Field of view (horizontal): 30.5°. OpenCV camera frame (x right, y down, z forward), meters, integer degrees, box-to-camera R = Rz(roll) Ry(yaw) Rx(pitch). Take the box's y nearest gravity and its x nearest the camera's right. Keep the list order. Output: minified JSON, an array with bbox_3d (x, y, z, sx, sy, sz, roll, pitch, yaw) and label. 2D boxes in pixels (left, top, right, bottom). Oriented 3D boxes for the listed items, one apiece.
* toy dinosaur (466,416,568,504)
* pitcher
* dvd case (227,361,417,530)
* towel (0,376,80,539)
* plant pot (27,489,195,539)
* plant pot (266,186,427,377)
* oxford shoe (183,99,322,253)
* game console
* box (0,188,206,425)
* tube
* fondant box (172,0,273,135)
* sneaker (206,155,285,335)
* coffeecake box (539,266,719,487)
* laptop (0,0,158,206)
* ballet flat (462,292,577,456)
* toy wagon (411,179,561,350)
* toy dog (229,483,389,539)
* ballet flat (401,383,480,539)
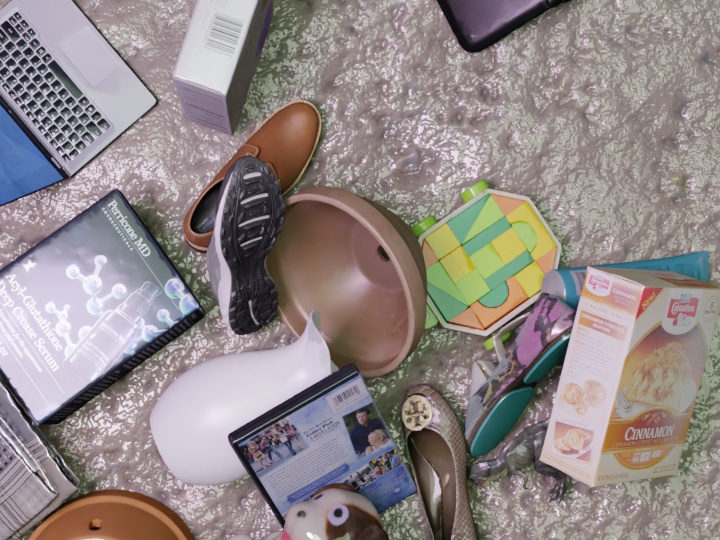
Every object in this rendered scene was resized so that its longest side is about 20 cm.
[{"bbox_3d":[0.200,0.184,1.379,0.200,0.048,0.088,-41,110,5],"label":"toy dinosaur"},{"bbox_3d":[-0.096,0.154,1.342,0.199,0.121,0.172,-27,115,5],"label":"pitcher"},{"bbox_3d":[-0.034,0.194,1.324,0.142,0.018,0.201,-29,131,-5],"label":"dvd case"},{"bbox_3d":[-0.403,0.194,1.326,0.200,0.035,0.193,-39,88,19],"label":"towel"},{"bbox_3d":[-0.255,0.325,1.306,0.198,0.140,0.202,0,86,-3],"label":"plant pot"},{"bbox_3d":[0.000,0.000,1.349,0.092,0.201,0.202,-33,86,-43],"label":"plant pot"},{"bbox_3d":[-0.109,-0.101,1.386,0.071,0.071,0.200,39,83,3],"label":"oxford shoe"},{"bbox_3d":[0.159,-0.364,1.448,0.175,0.116,0.201,-29,86,25],"label":"game console"},{"bbox_3d":[-0.280,0.040,1.345,0.199,0.107,0.149,-36,87,-7],"label":"box"},{"bbox_3d":[0.289,0.021,1.395,0.198,0.050,0.078,-2,90,-21],"label":"tube"},{"bbox_3d":[-0.134,-0.229,1.329,0.058,0.200,0.146,18,84,-3],"label":"fondant box"},{"bbox_3d":[-0.126,-0.030,1.329,0.073,0.202,0.079,-18,44,-29],"label":"sneaker"},{"bbox_3d":[0.273,0.103,1.322,0.153,0.073,0.202,2,104,-45],"label":"coffeecake box"},{"bbox_3d":[-0.347,-0.190,1.357,0.200,0.116,0.188,-41,89,-5],"label":"laptop"},{"bbox_3d":[0.155,0.102,1.363,0.071,0.069,0.201,51,124,28],"label":"ballet flat"},{"bbox_3d":[0.115,0.007,1.402,0.199,0.040,0.156,-34,87,-5],"label":"toy wagon"},{"bbox_3d":[-0.042,0.311,1.296,0.192,0.140,0.202,13,109,-21],"label":"toy dog"},{"bbox_3d":[0.079,0.218,1.369,0.067,0.046,0.202,-13,88,38],"label":"ballet flat"}]
